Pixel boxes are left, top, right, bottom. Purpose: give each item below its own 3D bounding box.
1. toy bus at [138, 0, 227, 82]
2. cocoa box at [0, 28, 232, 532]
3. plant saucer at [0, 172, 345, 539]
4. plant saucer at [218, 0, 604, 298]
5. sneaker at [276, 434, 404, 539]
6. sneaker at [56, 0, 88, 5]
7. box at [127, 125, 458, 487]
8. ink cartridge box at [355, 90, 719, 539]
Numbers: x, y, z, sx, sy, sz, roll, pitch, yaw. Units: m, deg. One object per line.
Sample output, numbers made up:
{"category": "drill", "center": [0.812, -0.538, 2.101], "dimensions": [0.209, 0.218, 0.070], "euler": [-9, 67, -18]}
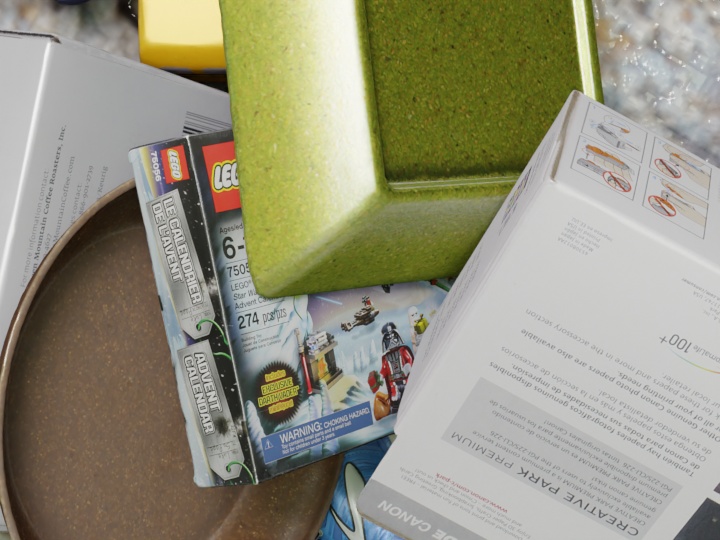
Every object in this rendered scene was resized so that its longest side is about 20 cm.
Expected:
{"category": "toy bus", "center": [0.000, -0.121, 0.848], "dimensions": [0.199, 0.078, 0.065], "euler": [1, 89, 0]}
{"category": "cocoa box", "center": [-0.153, 0.003, 0.798], "dimensions": [0.131, 0.133, 0.201], "euler": [11, 89, 37]}
{"category": "plant saucer", "center": [-0.081, 0.056, 0.755], "dimensions": [0.037, 0.200, 0.201], "euler": [6, 89, 41]}
{"category": "plant saucer", "center": [0.034, -0.098, 0.748], "dimensions": [0.200, 0.048, 0.201], "euler": [-6, 89, -43]}
{"category": "sneaker", "center": [0.006, 0.112, 0.854], "dimensions": [0.089, 0.079, 0.201], "euler": [-23, 81, 7]}
{"category": "sneaker", "center": [-0.138, -0.223, 0.856], "dimensions": [0.082, 0.074, 0.201], "euler": [6, 82, 2]}
{"category": "box", "center": [0.000, 0.000, 0.772], "dimensions": [0.040, 0.200, 0.137], "euler": [-9, 94, 43]}
{"category": "ink cartridge box", "center": [0.123, 0.059, 0.719], "dimensions": [0.200, 0.084, 0.176], "euler": [29, 122, -3]}
